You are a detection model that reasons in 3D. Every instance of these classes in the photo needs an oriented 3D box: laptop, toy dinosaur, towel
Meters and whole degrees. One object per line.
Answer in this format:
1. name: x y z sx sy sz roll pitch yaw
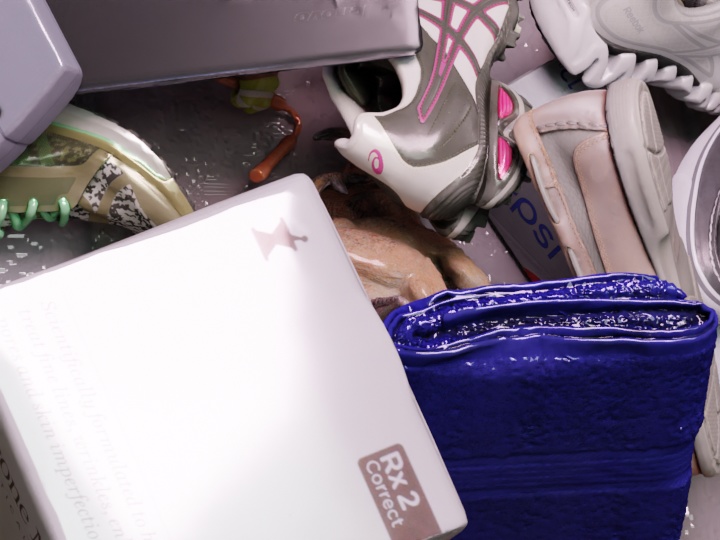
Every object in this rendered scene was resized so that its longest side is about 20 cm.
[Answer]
1. laptop: -0.070 -0.178 1.196 0.186 0.200 0.117 -6 113 2
2. toy dinosaur: 0.000 0.000 1.168 0.135 0.200 0.086 43 105 5
3. towel: 0.077 0.082 1.120 0.147 0.201 0.050 -2 46 -3

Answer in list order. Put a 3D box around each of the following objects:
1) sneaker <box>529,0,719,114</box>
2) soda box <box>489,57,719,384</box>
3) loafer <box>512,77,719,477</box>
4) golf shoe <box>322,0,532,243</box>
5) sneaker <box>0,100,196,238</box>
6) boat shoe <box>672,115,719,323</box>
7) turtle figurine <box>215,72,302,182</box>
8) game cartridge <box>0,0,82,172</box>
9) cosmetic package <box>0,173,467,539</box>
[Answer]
1. sneaker: 0.173 -0.131 1.271 0.199 0.081 0.075 -1 57 -52
2. soda box: 0.128 -0.006 1.250 0.063 0.068 0.201 -30 82 -27
3. loafer: 0.121 0.007 1.148 0.062 0.201 0.072 -8 26 16
4. golf shoe: 0.029 -0.107 1.180 0.088 0.077 0.201 23 37 -25
5. sneaker: -0.168 -0.041 1.177 0.199 0.077 0.089 28 76 1
6. boat shoe: 0.213 -0.060 1.228 0.070 0.066 0.200 44 55 -13
7. turtle figurine: -0.048 -0.154 1.252 0.161 0.064 0.201 34 64 -3
8. game cartridge: -0.230 -0.079 1.131 0.199 0.042 0.134 -30 83 10
9. cosmetic package: -0.082 0.088 1.074 0.164 0.200 0.166 -21 77 -22
